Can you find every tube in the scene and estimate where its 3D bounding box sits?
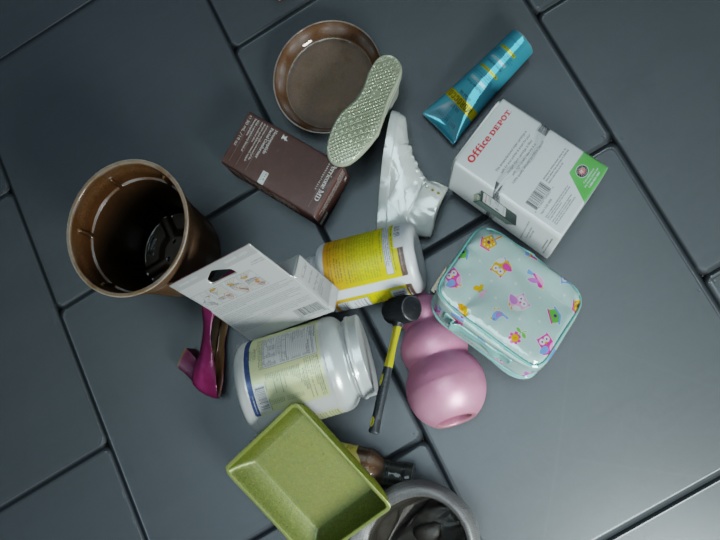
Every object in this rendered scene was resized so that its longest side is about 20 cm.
[{"bbox_3d":[0.198,-0.308,1.097,0.200,0.050,0.078,-45,69,5],"label":"tube"}]

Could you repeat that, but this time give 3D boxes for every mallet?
[{"bbox_3d":[0.038,0.134,0.968,0.040,0.065,0.206,21,81,-24],"label":"mallet"}]

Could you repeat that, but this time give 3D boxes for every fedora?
[{"bbox_3d":[0.085,0.400,0.970,0.199,0.090,0.178,-40,75,8],"label":"fedora"}]

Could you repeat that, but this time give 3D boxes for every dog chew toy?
[{"bbox_3d":[0.115,0.129,0.999,0.121,0.125,0.205,-18,65,6],"label":"dog chew toy"}]

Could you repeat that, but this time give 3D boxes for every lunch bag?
[{"bbox_3d":[0.203,0.048,0.956,0.198,0.078,0.162,35,71,12],"label":"lunch bag"}]

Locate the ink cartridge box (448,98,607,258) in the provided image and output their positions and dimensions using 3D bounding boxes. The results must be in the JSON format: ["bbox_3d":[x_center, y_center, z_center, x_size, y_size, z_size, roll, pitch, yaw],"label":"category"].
[{"bbox_3d":[0.255,-0.145,1.023,0.198,0.084,0.147,37,74,13],"label":"ink cartridge box"}]

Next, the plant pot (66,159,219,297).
[{"bbox_3d":[-0.328,-0.048,1.059,0.193,0.198,0.208,-1,81,9],"label":"plant pot"}]

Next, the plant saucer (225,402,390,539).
[{"bbox_3d":[-0.075,0.303,0.966,0.200,0.048,0.200,46,120,0],"label":"plant saucer"}]

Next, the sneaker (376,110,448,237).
[{"bbox_3d":[0.089,-0.155,1.078,0.111,0.074,0.208,4,88,6],"label":"sneaker"}]

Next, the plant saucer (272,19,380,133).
[{"bbox_3d":[-0.055,-0.332,1.145,0.193,0.034,0.208,-2,81,10],"label":"plant saucer"}]

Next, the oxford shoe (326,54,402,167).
[{"bbox_3d":[0.010,-0.253,1.075,0.074,0.058,0.204,27,81,6],"label":"oxford shoe"}]

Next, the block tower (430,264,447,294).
[{"bbox_3d":[0.200,0.067,1.026,0.198,0.058,0.055,37,87,14],"label":"block tower"}]

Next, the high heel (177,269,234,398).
[{"bbox_3d":[-0.223,0.103,1.083,0.095,0.067,0.205,30,101,23],"label":"high heel"}]

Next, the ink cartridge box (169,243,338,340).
[{"bbox_3d":[-0.158,0.024,0.981,0.196,0.175,0.046,-21,42,37],"label":"ink cartridge box"}]

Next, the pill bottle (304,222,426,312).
[{"bbox_3d":[0.000,0.000,1.037,0.194,0.109,0.113,-13,78,14],"label":"pill bottle"}]

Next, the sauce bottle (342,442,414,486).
[{"bbox_3d":[-0.014,0.301,1.018,0.193,0.065,0.067,6,81,11],"label":"sauce bottle"}]

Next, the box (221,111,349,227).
[{"bbox_3d":[-0.126,-0.170,1.111,0.196,0.075,0.102,30,85,11],"label":"box"}]

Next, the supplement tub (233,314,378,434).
[{"bbox_3d":[-0.081,0.157,1.011,0.194,0.145,0.150,-17,78,6],"label":"supplement tub"}]
